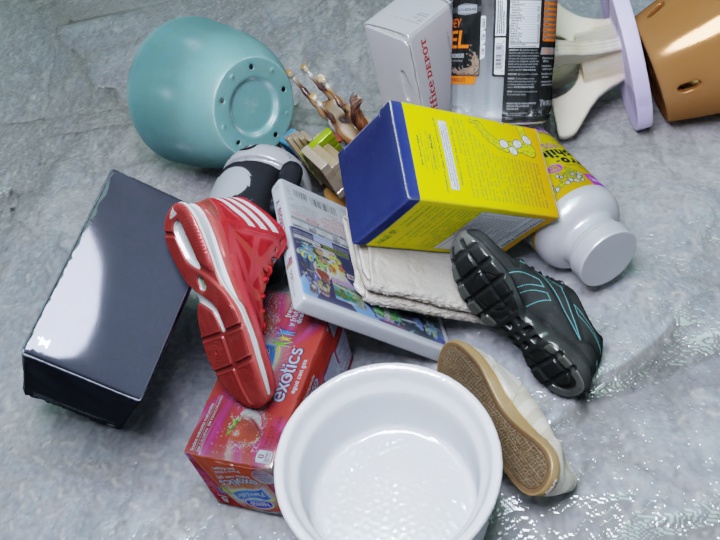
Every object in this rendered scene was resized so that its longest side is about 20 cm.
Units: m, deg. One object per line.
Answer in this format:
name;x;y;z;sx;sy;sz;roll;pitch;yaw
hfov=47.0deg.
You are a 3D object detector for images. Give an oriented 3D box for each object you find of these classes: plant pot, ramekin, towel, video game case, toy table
plant pot;-0.183;-0.226;1.098;0.200;0.202;0.160;-41;40;-23
ramekin;0.027;0.193;0.745;0.197;0.098;0.202;-4;48;4
towel;0.076;-0.003;0.902;0.198;0.035;0.134;13;43;-24
plant pot;0.426;-0.278;1.031;0.138;0.201;0.202;-21;44;17
video game case;0.000;0.000;0.895;0.023;0.198;0.184;-47;38;29
toy table;0.294;-0.271;1.066;0.115;0.184;0.203;-13;76;11

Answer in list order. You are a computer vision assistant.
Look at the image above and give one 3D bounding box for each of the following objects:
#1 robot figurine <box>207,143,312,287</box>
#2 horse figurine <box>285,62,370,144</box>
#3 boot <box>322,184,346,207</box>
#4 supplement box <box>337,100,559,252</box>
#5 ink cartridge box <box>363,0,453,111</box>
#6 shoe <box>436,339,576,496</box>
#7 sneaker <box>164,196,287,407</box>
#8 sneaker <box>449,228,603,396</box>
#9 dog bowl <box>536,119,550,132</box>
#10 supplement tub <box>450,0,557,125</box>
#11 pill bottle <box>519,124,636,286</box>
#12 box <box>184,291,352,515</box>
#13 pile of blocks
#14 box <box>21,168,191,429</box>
robot figurine;-0.132;-0.061;1.003;0.148;0.126;0.202;4;52;19
horse figurine;-0.028;-0.211;1.094;0.050;0.132;0.200;-46;32;3
boot;0.034;-0.094;1.041;0.143;0.071;0.202;-30;43;-7
supplement box;0.092;-0.090;0.868;0.198;0.109;0.111;4;66;-32
ink cartridge box;0.109;-0.296;1.063;0.084;0.147;0.200;29;60;38
shoe;0.138;0.143;0.808;0.053;0.070;0.200;11;28;-36
sneaker;-0.098;0.019;0.789;0.115;0.203;0.078;-21;2;-43
sneaker;0.170;0.034;0.846;0.079;0.075;0.201;-38;88;-35
dog bowl;0.157;-0.215;1.120;0.197;0.059;0.202;-8;47;8
supplement tub;0.166;-0.275;0.962;0.121;0.203;0.123;0;14;0
pill bottle;0.223;-0.074;0.942;0.103;0.105;0.201;-25;48;-9
box;-0.085;0.130;0.837;0.094;0.100;0.202;5;50;19
pile of blocks;-0.052;-0.156;1.034;0.062;0.082;0.200;-42;27;-5
box;-0.250;0.040;0.853;0.122;0.198;0.202;24;66;-12
